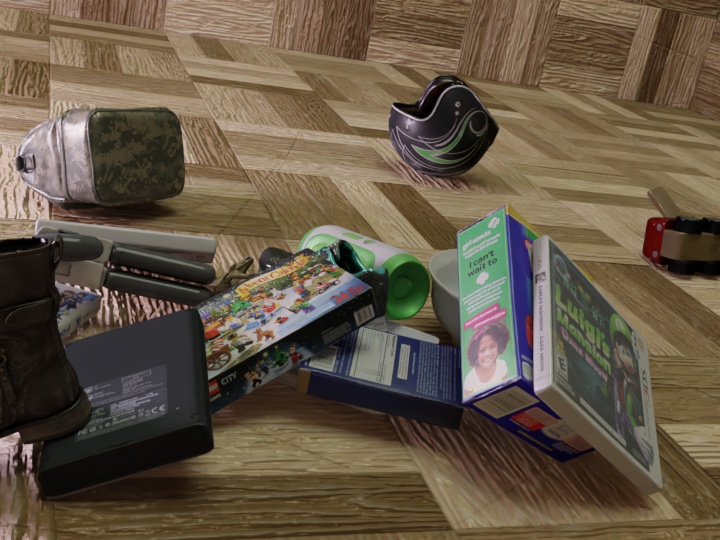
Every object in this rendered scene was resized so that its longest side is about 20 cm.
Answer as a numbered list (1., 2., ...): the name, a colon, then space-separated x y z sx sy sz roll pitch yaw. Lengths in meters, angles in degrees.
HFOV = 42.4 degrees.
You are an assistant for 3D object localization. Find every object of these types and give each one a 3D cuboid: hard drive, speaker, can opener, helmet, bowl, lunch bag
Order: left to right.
1. lunch bag: -0.373 -0.164 1.342 0.166 0.141 0.199 4 12 31
2. can opener: -0.252 -0.001 0.988 0.198 0.054 0.067 13 0 -19
3. hard drive: -0.204 0.107 0.819 0.138 0.033 0.200 -16 28 -4
4. speaker: 0.000 0.000 1.166 0.088 0.090 0.199 -3 16 -34
5. helmet: 0.157 -0.280 1.842 0.200 0.190 0.200 49 9 -11
6. bowl: 0.169 0.055 1.142 0.198 0.091 0.202 12 22 -5

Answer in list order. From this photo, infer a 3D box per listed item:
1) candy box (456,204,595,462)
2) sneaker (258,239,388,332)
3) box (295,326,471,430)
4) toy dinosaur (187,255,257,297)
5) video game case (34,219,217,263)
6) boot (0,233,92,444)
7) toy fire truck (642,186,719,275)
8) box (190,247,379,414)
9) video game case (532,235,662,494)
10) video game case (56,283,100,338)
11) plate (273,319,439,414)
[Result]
1. candy box: 0.175 0.064 0.933 0.168 0.077 0.202 33 43 -35
2. sneaker: -0.038 0.002 1.078 0.199 0.092 0.077 26 24 33
3. box: 0.040 0.105 0.948 0.197 0.033 0.121 12 24 1
4. toy dinosaur: -0.187 0.025 1.108 0.100 0.059 0.199 9 14 39
5. video game case: -0.274 -0.032 1.114 0.197 0.022 0.182 6 -4 -10
6. boot: -0.313 0.060 0.724 0.198 0.176 0.069 -15 28 -11
7. toy fire truck: 0.571 -0.076 1.671 0.174 0.130 0.200 0 13 -27
8. box: -0.099 0.054 0.940 0.199 0.038 0.136 -29 32 -22
9. video game case: 0.229 0.090 0.899 0.200 0.023 0.183 41 39 -30
10. video game case: -0.399 0.041 0.954 0.197 0.022 0.182 14 21 8
11. plate: -0.030 0.092 1.027 0.197 0.033 0.200 18 22 13
